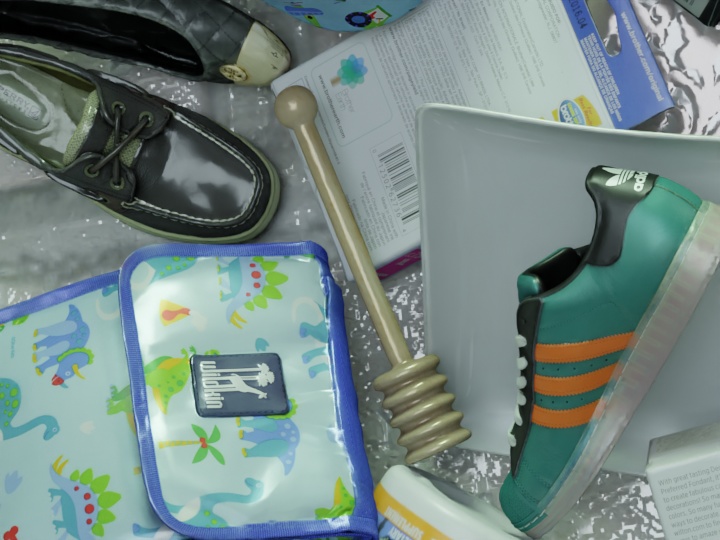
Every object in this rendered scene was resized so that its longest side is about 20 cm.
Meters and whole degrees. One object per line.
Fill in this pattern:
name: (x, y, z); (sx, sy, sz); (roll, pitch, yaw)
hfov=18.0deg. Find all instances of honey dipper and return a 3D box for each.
honey dipper: (0.000, 0.000, 1.158); (0.038, 0.038, 0.201); (-25, 85, 11)

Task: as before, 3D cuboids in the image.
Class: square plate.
square plate: (0.127, 0.013, 1.127); (0.199, 0.028, 0.199); (7, 121, 18)

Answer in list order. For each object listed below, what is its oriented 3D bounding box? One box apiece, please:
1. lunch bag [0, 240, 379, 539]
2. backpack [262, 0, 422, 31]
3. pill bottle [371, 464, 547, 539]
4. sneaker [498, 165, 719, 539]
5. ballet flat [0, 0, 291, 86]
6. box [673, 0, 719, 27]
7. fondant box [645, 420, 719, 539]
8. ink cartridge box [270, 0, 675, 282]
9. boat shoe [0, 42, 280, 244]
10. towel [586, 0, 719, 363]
lunch bag: (-0.095, 0.087, 1.155); (0.199, 0.128, 0.171); (-17, 60, 11)
backpack: (-0.034, -0.222, 1.135); (0.200, 0.134, 0.183); (38, 99, 11)
pill bottle: (0.016, 0.209, 1.143); (0.112, 0.112, 0.201); (29, 92, 15)
sneaker: (0.103, 0.036, 1.095); (0.080, 0.071, 0.201); (29, 117, 5)
ballet flat: (-0.136, -0.126, 1.218); (0.199, 0.067, 0.057); (13, 59, 0)
box: (0.192, -0.240, 1.101); (0.122, 0.106, 0.200); (39, 74, 5)
fondant box: (0.233, 0.162, 1.092); (0.143, 0.058, 0.201); (-16, 99, 12)
ink cartridge box: (0.060, -0.088, 1.171); (0.199, 0.042, 0.120); (-29, 74, 25)
boat shoe: (-0.141, -0.070, 1.230); (0.200, 0.066, 0.072); (25, 92, 15)
towel: (0.185, -0.059, 1.163); (0.190, 0.032, 0.201); (22, 92, 14)
